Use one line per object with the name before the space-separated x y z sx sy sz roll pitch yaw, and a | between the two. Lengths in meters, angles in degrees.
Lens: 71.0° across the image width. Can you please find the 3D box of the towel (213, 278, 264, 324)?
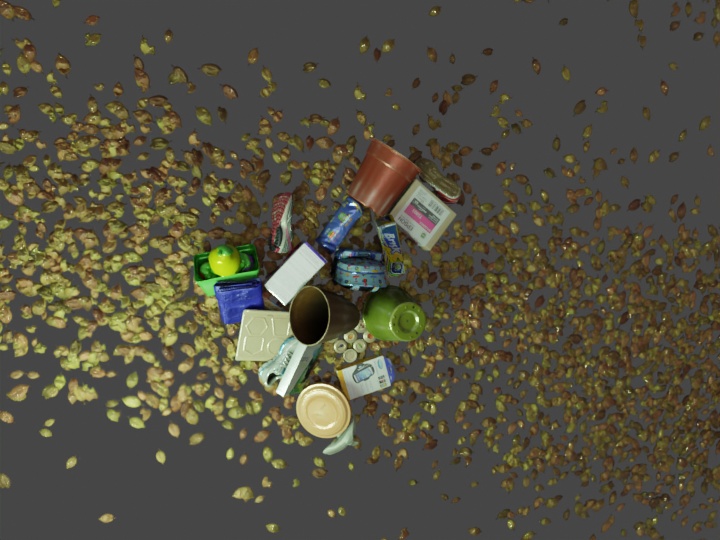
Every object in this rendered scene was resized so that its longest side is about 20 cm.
towel | -0.384 0.104 1.617 0.146 0.201 0.050 -5 55 -11

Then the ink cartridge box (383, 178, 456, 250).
ink cartridge box | 0.208 -0.193 1.762 0.200 0.075 0.165 37 87 -15

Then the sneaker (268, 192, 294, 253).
sneaker | -0.252 -0.158 1.671 0.074 0.080 0.202 7 97 -42

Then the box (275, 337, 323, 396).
box | -0.200 0.322 1.705 0.036 0.144 0.201 27 92 20

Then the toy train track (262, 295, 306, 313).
toy train track | -0.255 0.146 1.723 0.199 0.033 0.115 33 111 -8

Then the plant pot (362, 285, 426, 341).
plant pot | 0.128 0.160 1.720 0.199 0.193 0.202 -1 95 -16

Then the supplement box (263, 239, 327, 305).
supplement box | -0.219 0.004 1.678 0.103 0.101 0.200 43 86 -14

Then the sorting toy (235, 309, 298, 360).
sorting toy | -0.314 0.216 1.687 0.184 0.037 0.201 5 113 -24

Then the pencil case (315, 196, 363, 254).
pencil case | -0.067 -0.150 1.703 0.087 0.078 0.201 35 89 15

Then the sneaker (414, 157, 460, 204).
sneaker | 0.269 -0.307 1.774 0.071 0.112 0.200 -45 74 -1

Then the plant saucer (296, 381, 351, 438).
plant saucer | -0.130 0.488 1.753 0.199 0.032 0.202 2 100 13

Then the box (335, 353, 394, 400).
box | 0.021 0.379 1.812 0.199 0.041 0.120 -17 100 -13

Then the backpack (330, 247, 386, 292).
backpack | 0.000 0.000 1.676 0.181 0.200 0.136 5 96 -12

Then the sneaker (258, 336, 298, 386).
sneaker | -0.255 0.311 1.688 0.075 0.087 0.200 39 96 -31

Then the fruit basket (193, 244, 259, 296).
fruit basket | -0.422 -0.027 1.576 0.214 0.156 0.217 -11 134 -12

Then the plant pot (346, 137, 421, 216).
plant pot | 0.066 -0.298 1.667 0.200 0.201 0.196 31 98 -14

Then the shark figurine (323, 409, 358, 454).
shark figurine | -0.043 0.570 1.798 0.127 0.089 0.216 14 96 -15

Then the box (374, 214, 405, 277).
box | 0.101 -0.082 1.718 0.064 0.070 0.201 -15 120 -1

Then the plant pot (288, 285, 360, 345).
plant pot | -0.099 0.149 1.661 0.199 0.186 0.188 6 97 -49

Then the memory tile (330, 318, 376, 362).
memory tile | -0.049 0.214 1.786 0.153 0.017 0.200 -42 104 -4
